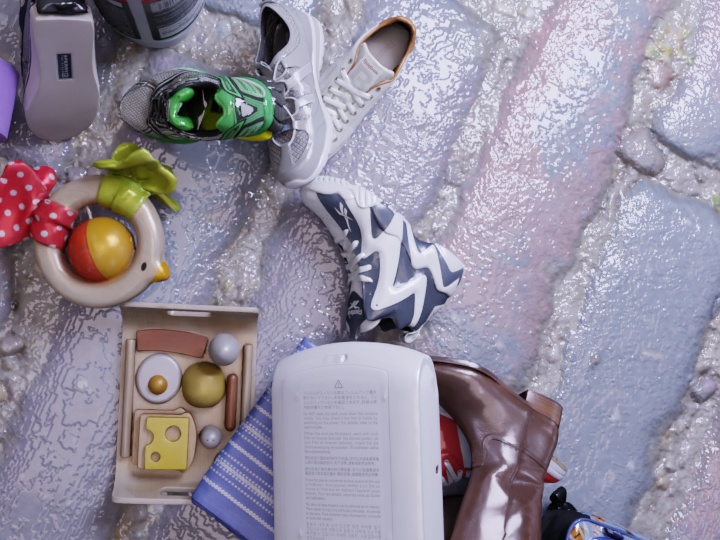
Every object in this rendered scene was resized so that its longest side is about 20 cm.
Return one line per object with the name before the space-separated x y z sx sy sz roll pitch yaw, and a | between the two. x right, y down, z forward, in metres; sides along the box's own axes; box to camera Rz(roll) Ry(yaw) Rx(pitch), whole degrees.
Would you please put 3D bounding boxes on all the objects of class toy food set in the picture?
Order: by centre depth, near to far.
toy food set | -0.178 0.136 0.893 0.141 0.060 0.203 3 87 -9

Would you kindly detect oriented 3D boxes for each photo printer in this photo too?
photo printer | -0.005 0.169 0.818 0.164 0.069 0.203 -5 84 23

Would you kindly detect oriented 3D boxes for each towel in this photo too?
towel | -0.059 0.191 0.884 0.144 0.024 0.201 36 83 -3

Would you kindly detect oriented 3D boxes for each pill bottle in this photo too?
pill bottle | -0.205 -0.286 0.833 0.114 0.200 0.118 0 88 -8

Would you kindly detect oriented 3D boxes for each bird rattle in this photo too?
bird rattle | -0.269 -0.043 0.859 0.198 0.113 0.165 -18 89 -8

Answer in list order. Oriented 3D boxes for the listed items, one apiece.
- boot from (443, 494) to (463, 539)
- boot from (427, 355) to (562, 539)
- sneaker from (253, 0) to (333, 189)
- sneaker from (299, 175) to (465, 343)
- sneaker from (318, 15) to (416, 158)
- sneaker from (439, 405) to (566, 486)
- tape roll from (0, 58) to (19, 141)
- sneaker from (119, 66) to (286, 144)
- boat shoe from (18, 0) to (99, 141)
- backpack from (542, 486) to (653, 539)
boot | 0.071 0.286 0.882 0.198 0.146 0.071 -20 86 -9
boot | 0.101 0.197 0.845 0.184 0.064 0.202 19 64 -1
sneaker | -0.081 -0.178 0.881 0.074 0.082 0.203 -18 67 30
sneaker | 0.000 0.000 0.915 0.198 0.079 0.130 35 75 -16
sneaker | -0.016 -0.192 0.918 0.073 0.085 0.201 39 86 -7
sneaker | 0.112 0.207 0.929 0.198 0.071 0.113 26 81 1
tape roll | -0.420 -0.175 0.797 0.197 0.200 0.067 11 87 -8
sneaker | -0.171 -0.164 0.856 0.085 0.198 0.079 -11 102 -52
boat shoe | -0.291 -0.217 0.841 0.074 0.200 0.094 -6 65 -26
backpack | 0.273 0.356 0.915 0.189 0.154 0.202 21 82 -18
